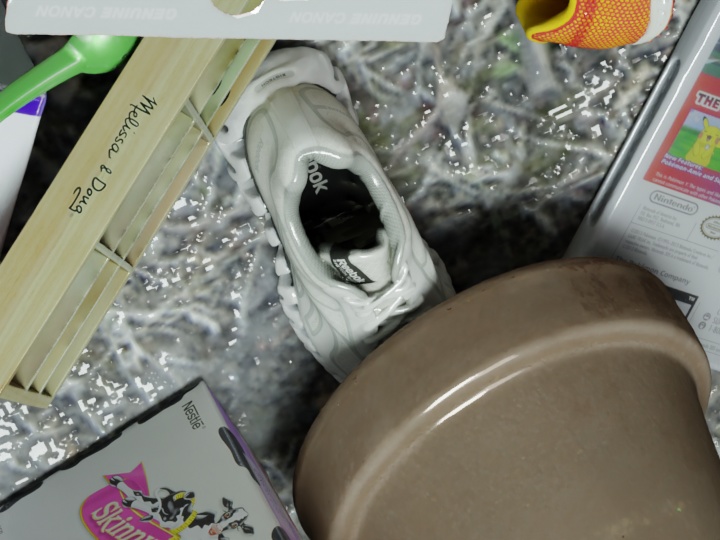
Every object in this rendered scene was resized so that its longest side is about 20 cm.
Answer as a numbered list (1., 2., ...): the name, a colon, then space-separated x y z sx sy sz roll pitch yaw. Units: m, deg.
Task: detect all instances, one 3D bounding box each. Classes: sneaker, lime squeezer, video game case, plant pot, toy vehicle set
1. sneaker: 0.000 0.000 1.177 0.075 0.081 0.200 -32 126 -3
2. lime squeezer: -0.113 -0.118 1.029 0.071 0.200 0.038 10 161 -1
3. video game case: 0.207 -0.032 1.269 0.200 0.023 0.182 17 111 -26
4. sneaker: 0.094 -0.180 1.116 0.077 0.073 0.200 -4 117 -7
5. plant pot: 0.095 0.121 1.189 0.200 0.175 0.200 -21 145 -16
6. toy vehicle set: -0.091 -0.038 1.070 0.027 0.124 0.200 32 88 4

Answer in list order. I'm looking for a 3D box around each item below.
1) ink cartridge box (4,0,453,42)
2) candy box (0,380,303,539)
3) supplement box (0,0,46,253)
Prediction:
1. ink cartridge box: -0.033 -0.175 0.879 0.162 0.057 0.200 0 126 -20
2. candy box: -0.114 0.164 1.173 0.200 0.168 0.072 -32 126 -2
3. supplement box: -0.207 -0.010 1.082 0.101 0.103 0.200 7 117 -25
